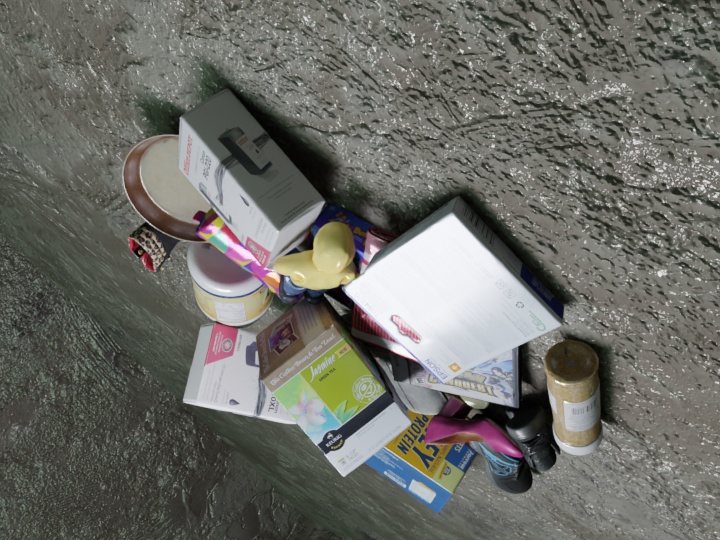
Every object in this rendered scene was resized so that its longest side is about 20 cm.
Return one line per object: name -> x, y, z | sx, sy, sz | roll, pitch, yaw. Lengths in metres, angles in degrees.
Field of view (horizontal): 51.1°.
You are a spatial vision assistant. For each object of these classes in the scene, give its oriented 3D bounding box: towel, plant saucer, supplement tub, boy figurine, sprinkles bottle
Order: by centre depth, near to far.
sprinkles bottle -> 0.286, 0.173, 1.002 | 0.068, 0.068, 0.200 | 21, 151, 32
towel -> 0.062, 0.044, 1.009 | 0.144, 0.023, 0.200 | 20, 132, 11
boy figurine -> -0.062, -0.006, 1.030 | 0.124, 0.065, 0.200 | 5, 159, -17
plant saucer -> -0.267, -0.131, 1.167 | 0.200, 0.035, 0.201 | 5, 131, 5
supplement tub -> -0.221, 0.010, 1.312 | 0.144, 0.144, 0.200 | 33, 156, 9

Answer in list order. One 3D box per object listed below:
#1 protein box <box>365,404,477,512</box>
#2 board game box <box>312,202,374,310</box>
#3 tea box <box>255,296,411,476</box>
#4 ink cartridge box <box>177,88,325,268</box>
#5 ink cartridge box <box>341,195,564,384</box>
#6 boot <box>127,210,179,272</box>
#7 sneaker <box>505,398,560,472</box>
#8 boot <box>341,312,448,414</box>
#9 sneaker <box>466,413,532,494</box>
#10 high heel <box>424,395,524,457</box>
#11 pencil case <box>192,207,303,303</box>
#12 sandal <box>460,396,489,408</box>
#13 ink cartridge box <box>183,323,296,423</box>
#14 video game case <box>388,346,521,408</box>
protein box -> 0.115, 0.339, 1.451 | 0.198, 0.135, 0.200 | 32, 156, 13
board game box -> 0.000, 0.000, 1.111 | 0.134, 0.045, 0.200 | 31, 155, 15
tea box -> -0.047, 0.160, 1.136 | 0.197, 0.134, 0.200 | 51, 180, -17
ink cartridge box -> -0.153, -0.120, 1.011 | 0.200, 0.085, 0.146 | 51, 156, 6
ink cartridge box -> 0.111, 0.032, 0.929 | 0.200, 0.041, 0.200 | 44, 129, -15
boot -> -0.323, -0.063, 1.312 | 0.073, 0.151, 0.200 | 33, 157, 10
sneaker -> 0.261, 0.250, 1.112 | 0.104, 0.060, 0.200 | 62, -173, 4
boot -> 0.053, 0.167, 1.325 | 0.182, 0.073, 0.200 | 17, 154, 40
sneaker -> 0.259, 0.334, 1.321 | 0.082, 0.073, 0.200 | 6, 142, 50
high heel -> 0.186, 0.284, 1.236 | 0.067, 0.096, 0.200 | 37, 174, -28
pencil case -> -0.158, -0.034, 1.152 | 0.200, 0.088, 0.088 | 41, 156, -22
sandal -> 0.143, 0.168, 1.199 | 0.201, 0.057, 0.080 | 49, 155, -27
ink cartridge box -> -0.204, 0.191, 1.378 | 0.200, 0.145, 0.084 | 18, 164, -28
video game case -> 0.132, 0.120, 1.088 | 0.200, 0.026, 0.181 | 10, 139, 21
